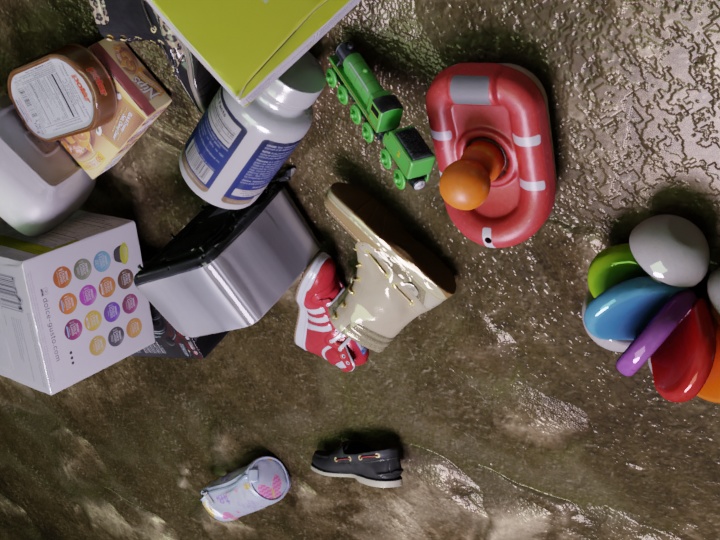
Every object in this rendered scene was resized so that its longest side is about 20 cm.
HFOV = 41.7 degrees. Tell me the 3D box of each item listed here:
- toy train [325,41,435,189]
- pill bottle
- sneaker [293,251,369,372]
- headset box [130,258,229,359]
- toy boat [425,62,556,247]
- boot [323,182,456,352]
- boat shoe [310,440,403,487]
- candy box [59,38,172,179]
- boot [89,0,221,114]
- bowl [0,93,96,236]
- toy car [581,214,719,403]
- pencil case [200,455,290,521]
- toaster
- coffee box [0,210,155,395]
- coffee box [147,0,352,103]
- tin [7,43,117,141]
[{"bbox_3d":[0.019,-0.169,1.005,0.200,0.042,0.056,59,155,28],"label":"toy train"},{"bbox_3d":[-0.124,-0.171,1.104,0.111,0.111,0.200,42,131,-2],"label":"pill bottle"},{"bbox_3d":[-0.029,0.063,1.288,0.112,0.071,0.200,31,146,17],"label":"sneaker"},{"bbox_3d":[-0.329,0.060,1.510,0.200,0.077,0.149,-2,124,36],"label":"headset box"},{"bbox_3d":[0.124,-0.107,0.975,0.130,0.131,0.200,8,130,32],"label":"toy boat"},{"bbox_3d":[0.000,0.000,1.185,0.200,0.073,0.155,41,122,-10],"label":"boot"},{"bbox_3d":[-0.008,0.299,1.493,0.201,0.074,0.063,-6,86,52],"label":"boat shoe"},{"bbox_3d":[-0.352,-0.220,1.292,0.115,0.055,0.200,50,139,-9],"label":"candy box"},{"bbox_3d":[-0.240,-0.282,1.143,0.150,0.073,0.200,17,145,33],"label":"boot"},{"bbox_3d":[-0.471,-0.163,1.342,0.075,0.200,0.200,-36,103,27],"label":"bowl"},{"bbox_3d":[0.314,0.058,0.963,0.200,0.150,0.175,33,139,8],"label":"toy car"},{"bbox_3d":[-0.210,0.395,1.710,0.091,0.083,0.200,31,143,-23],"label":"pencil case"},{"bbox_3d":[-0.167,-0.019,1.241,0.200,0.181,0.119,-14,120,44],"label":"toaster"},{"bbox_3d":[-0.452,0.033,1.388,0.200,0.198,0.200,11,115,36],"label":"coffee box"},{"bbox_3d":[-0.102,-0.291,0.861,0.200,0.200,0.198,48,-178,-10],"label":"coffee box"},{"bbox_3d":[-0.398,-0.231,1.251,0.200,0.042,0.112,-5,120,43],"label":"tin"}]
